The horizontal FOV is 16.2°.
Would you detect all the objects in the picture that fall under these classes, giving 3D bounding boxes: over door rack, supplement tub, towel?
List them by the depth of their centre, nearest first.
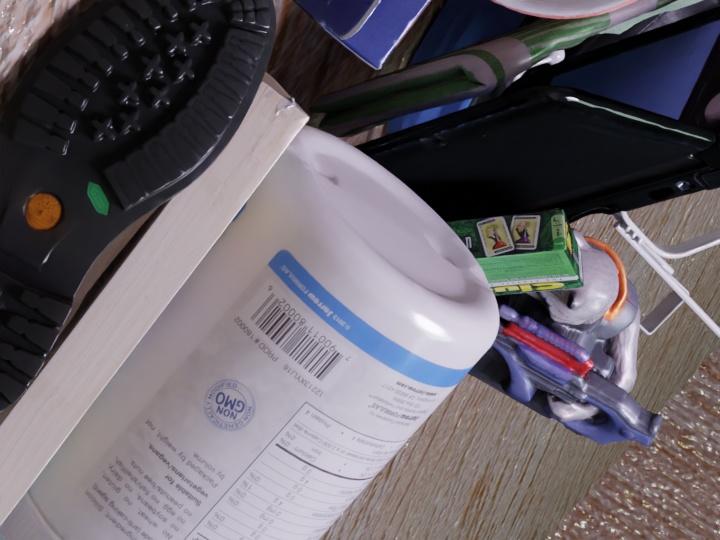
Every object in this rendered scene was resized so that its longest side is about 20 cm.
[{"bbox_3d":[-0.049,0.051,1.062,0.200,0.132,0.132,-48,168,18],"label":"supplement tub"},{"bbox_3d":[0.092,-0.109,1.207,0.199,0.024,0.152,-21,-175,-33],"label":"towel"},{"bbox_3d":[0.161,-0.017,1.318,0.066,0.148,0.200,-34,126,-1],"label":"over door rack"}]

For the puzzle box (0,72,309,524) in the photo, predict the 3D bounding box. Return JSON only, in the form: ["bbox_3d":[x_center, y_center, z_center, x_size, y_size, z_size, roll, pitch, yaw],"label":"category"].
[{"bbox_3d":[-0.096,0.002,1.009,0.200,0.025,0.133,-52,-167,4],"label":"puzzle box"}]

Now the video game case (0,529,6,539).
[{"bbox_3d":[-0.156,0.146,1.191,0.200,0.018,0.144,41,59,-77],"label":"video game case"}]

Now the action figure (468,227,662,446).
[{"bbox_3d":[0.068,0.009,1.311,0.105,0.199,0.193,-62,-167,-17],"label":"action figure"}]

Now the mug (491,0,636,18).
[{"bbox_3d":[0.130,-0.179,1.114,0.200,0.176,0.135,-24,122,-72],"label":"mug"}]

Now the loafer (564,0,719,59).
[{"bbox_3d":[0.133,-0.090,1.390,0.201,0.070,0.068,-48,168,-13],"label":"loafer"}]

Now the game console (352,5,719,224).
[{"bbox_3d":[0.080,-0.080,1.152,0.199,0.116,0.177,-15,-143,47],"label":"game console"}]

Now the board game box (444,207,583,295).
[{"bbox_3d":[0.000,0.000,1.163,0.105,0.198,0.024,52,33,-75],"label":"board game box"}]

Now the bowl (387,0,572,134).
[{"bbox_3d":[0.092,-0.134,1.376,0.201,0.039,0.201,-48,166,-16],"label":"bowl"}]

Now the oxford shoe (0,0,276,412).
[{"bbox_3d":[-0.107,-0.035,0.936,0.200,0.073,0.084,-50,-173,-6],"label":"oxford shoe"}]

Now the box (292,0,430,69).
[{"bbox_3d":[0.017,-0.139,0.890,0.121,0.032,0.200,-52,-160,6],"label":"box"}]
